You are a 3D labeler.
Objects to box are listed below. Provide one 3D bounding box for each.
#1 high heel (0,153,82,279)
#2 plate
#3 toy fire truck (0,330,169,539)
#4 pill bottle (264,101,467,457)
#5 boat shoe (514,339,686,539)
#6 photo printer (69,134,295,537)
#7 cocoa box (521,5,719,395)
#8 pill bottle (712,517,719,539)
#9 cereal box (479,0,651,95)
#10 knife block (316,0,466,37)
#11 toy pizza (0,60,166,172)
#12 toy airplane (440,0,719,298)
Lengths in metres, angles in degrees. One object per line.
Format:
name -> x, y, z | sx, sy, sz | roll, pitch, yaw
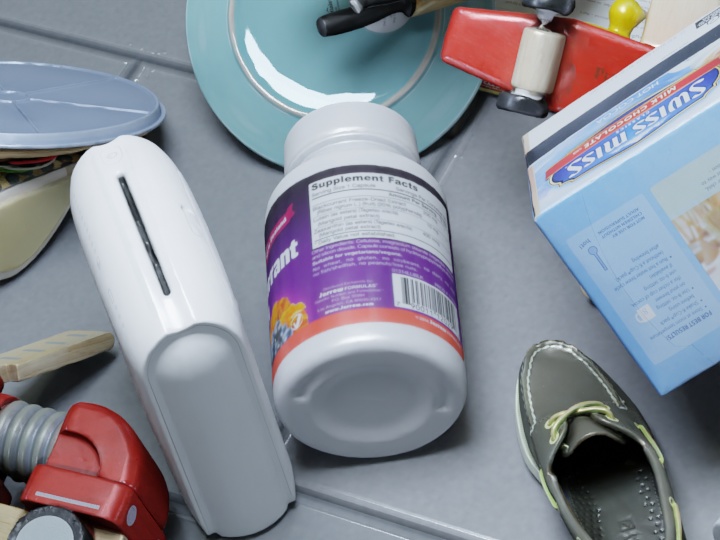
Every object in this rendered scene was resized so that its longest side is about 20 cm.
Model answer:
high heel -> -0.280, -0.040, 1.723 | 0.200, 0.071, 0.143 | -37, 48, -16
plate -> -0.015, -0.160, 1.711 | 0.200, 0.026, 0.201 | -1, 87, 9
toy fire truck -> -0.183, 0.102, 1.562 | 0.176, 0.129, 0.200 | 11, 64, 21
pill bottle -> 0.000, 0.000, 1.591 | 0.111, 0.112, 0.200 | -9, 49, 6
boat shoe -> 0.134, 0.108, 1.503 | 0.072, 0.060, 0.202 | -19, 49, -3
photo printer -> -0.103, 0.033, 1.531 | 0.069, 0.200, 0.167 | -21, 50, -5
cocoa box -> 0.205, -0.054, 1.471 | 0.200, 0.133, 0.131 | -33, 19, 13
pill bottle -> 0.277, 0.095, 1.379 | 0.200, 0.111, 0.111 | -40, 53, -12
cereal box -> 0.168, -0.182, 1.750 | 0.144, 0.040, 0.200 | 17, 58, 25
knife block -> 0.053, -0.197, 1.673 | 0.175, 0.200, 0.064 | -20, 89, 20
toy pizza -> -0.224, -0.096, 1.729 | 0.200, 0.032, 0.200 | 4, 17, -1
toy airplane -> 0.171, -0.110, 1.601 | 0.200, 0.199, 0.141 | -32, 8, -1
